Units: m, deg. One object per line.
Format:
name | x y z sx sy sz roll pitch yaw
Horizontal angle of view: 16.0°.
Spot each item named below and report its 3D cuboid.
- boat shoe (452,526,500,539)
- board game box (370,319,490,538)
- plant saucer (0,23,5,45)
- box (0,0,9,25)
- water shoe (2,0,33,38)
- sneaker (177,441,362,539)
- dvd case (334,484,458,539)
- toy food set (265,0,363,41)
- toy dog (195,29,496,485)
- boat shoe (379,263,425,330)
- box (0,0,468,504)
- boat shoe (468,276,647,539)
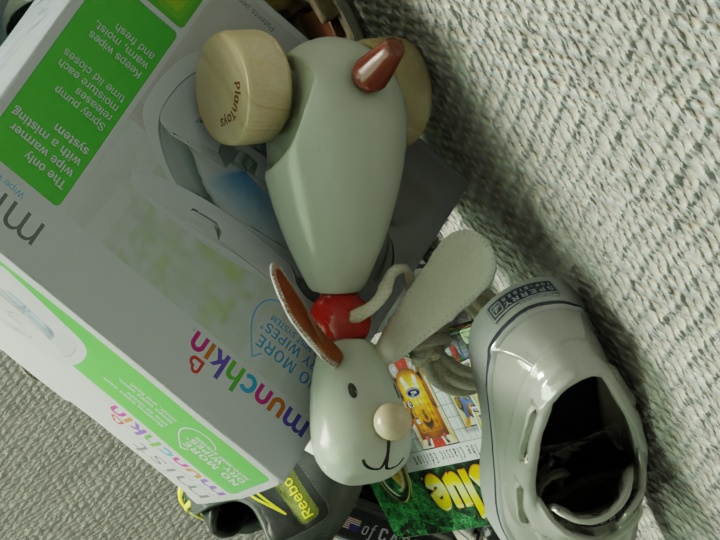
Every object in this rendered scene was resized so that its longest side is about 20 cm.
boat shoe | 0.042 0.083 1.457 0.200 0.074 0.093 34 148 56
board game box | 0.046 0.083 1.329 0.105 0.023 0.200 61 154 -4
plant saucer | -0.197 -0.096 1.523 0.201 0.039 0.201 48 -176 -4
box | -0.212 -0.255 1.571 0.200 0.060 0.117 -97 -15 -53
water shoe | -0.121 -0.099 1.458 0.199 0.079 0.072 24 138 6
sneaker | -0.082 0.096 1.393 0.200 0.085 0.074 18 169 39
dvd case | 0.002 0.129 1.530 0.150 0.025 0.200 19 -171 0
toy food set | -0.070 -0.157 1.261 0.200 0.060 0.143 59 173 -2
toy dog | 0.004 -0.020 1.078 0.096 0.132 0.201 -20 98 60
boat shoe | 0.000 0.000 1.344 0.200 0.072 0.066 149 104 -88
box | -0.085 -0.027 1.142 0.200 0.177 0.097 41 153 -16
boat shoe | 0.095 0.087 1.118 0.200 0.072 0.066 80 164 -47
